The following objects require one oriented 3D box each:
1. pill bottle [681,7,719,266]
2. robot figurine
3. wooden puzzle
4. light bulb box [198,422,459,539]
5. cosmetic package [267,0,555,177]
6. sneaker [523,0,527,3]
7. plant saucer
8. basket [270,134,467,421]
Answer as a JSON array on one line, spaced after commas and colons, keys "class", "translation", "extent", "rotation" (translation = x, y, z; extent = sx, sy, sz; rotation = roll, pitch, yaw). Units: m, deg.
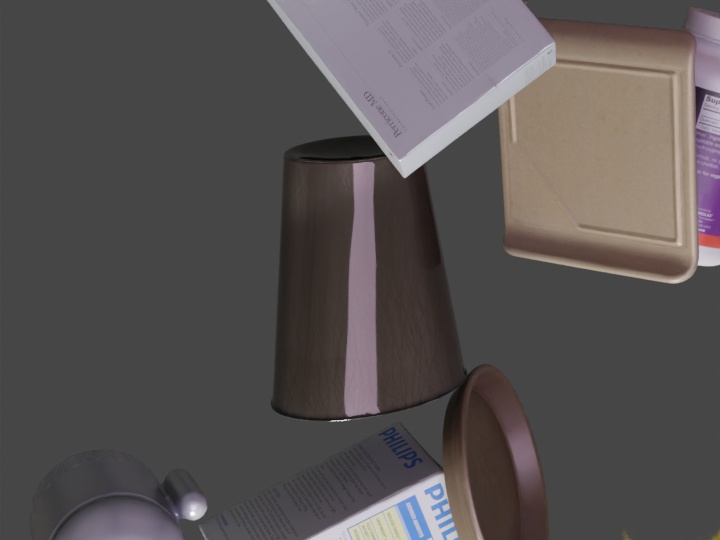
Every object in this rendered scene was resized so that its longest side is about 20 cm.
[{"class": "pill bottle", "translation": [0.281, -0.112, 1.635], "extent": [0.112, 0.112, 0.202], "rotation": [10, 103, -20]}, {"class": "robot figurine", "translation": [-0.199, 0.215, 1.541], "extent": [0.169, 0.200, 0.113], "rotation": [-35, 114, -5]}, {"class": "wooden puzzle", "translation": [0.194, -0.101, 1.592], "extent": [0.037, 0.184, 0.202], "rotation": [-22, 116, -49]}, {"class": "light bulb box", "translation": [-0.002, 0.271, 1.662], "extent": [0.199, 0.125, 0.200], "rotation": [-25, 112, -9]}, {"class": "cosmetic package", "translation": [0.032, -0.196, 1.505], "extent": [0.150, 0.052, 0.201], "rotation": [-36, 75, -5]}, {"class": "sneaker", "translation": [0.100, -0.219, 1.580], "extent": [0.075, 0.070, 0.201], "rotation": [26, 104, -39]}, {"class": "plant saucer", "translation": [0.113, 0.180, 1.649], "extent": [0.029, 0.200, 0.201], "rotation": [-12, 115, 22]}, {"class": "basket", "translation": [0.000, 0.000, 1.573], "extent": [0.179, 0.135, 0.202], "rotation": [-17, 108, -38]}]
